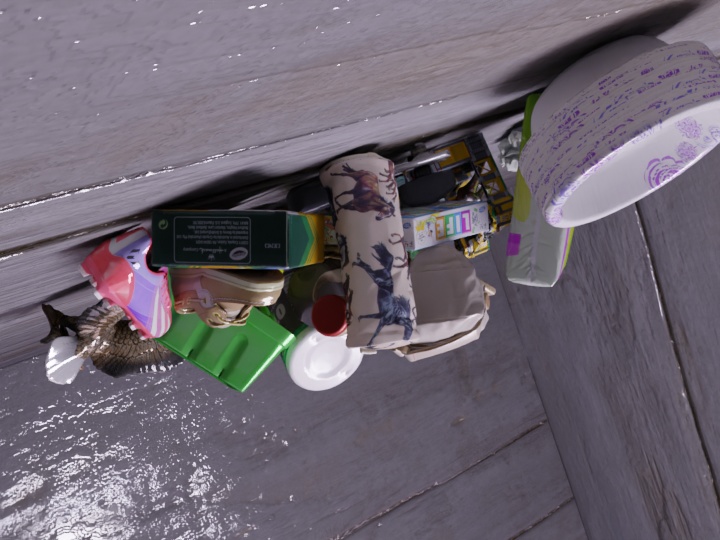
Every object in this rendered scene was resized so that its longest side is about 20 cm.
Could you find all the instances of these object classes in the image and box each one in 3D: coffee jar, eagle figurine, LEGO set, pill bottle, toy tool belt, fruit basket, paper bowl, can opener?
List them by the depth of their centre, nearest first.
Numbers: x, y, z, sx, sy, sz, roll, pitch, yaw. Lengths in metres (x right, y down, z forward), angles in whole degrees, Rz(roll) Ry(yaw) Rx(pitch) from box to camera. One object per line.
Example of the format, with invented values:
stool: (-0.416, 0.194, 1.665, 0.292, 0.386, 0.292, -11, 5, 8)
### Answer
paper bowl: (0.240, -0.136, 0.764, 0.197, 0.106, 0.201, -22, 161, -8)
can opener: (0.015, -0.093, 0.916, 0.195, 0.068, 0.053, -15, -179, -8)
toy tool belt: (0.053, 0.041, 0.943, 0.196, 0.128, 0.123, -12, 172, 16)
fruit basket: (-0.163, 0.020, 1.008, 0.212, 0.220, 0.155, -20, 180, -17)
coffee jar: (0.000, 0.000, 1.066, 0.103, 0.087, 0.199, -18, -170, 44)
LEGO set: (0.115, -0.083, 1.086, 0.114, 0.157, 0.200, -20, 177, -13)
eagle figurine: (-0.335, 0.070, 1.130, 0.195, 0.155, 0.152, -9, 171, 8)
pill bottle: (-0.078, 0.063, 1.156, 0.111, 0.115, 0.201, -19, -142, -11)

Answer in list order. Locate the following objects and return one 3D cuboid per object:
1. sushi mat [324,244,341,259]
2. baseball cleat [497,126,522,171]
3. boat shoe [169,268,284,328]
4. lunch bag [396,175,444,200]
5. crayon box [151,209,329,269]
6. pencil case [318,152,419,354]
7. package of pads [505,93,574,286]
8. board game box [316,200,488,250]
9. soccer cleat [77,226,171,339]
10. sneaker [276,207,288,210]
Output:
sushi mat: (0.041, -0.035, 0.975, 0.197, 0.012, 0.094, -15, -167, -42)
baseball cleat: (0.256, -0.187, 1.177, 0.105, 0.071, 0.200, -27, -170, -1)
boat shoe: (-0.140, 0.026, 0.853, 0.073, 0.068, 0.198, 0, -176, -33)
lunch bag: (0.063, -0.099, 1.281, 0.196, 0.079, 0.160, -19, 179, -20)
crayon box: (-0.106, -0.031, 0.792, 0.122, 0.053, 0.200, 1, -176, 9)
pencil case: (0.009, -0.014, 0.838, 0.076, 0.205, 0.089, -9, -179, -20)
package of pads: (0.216, -0.093, 0.942, 0.067, 0.205, 0.154, 9, -171, 16)
board game box: (0.032, -0.057, 0.961, 0.133, 0.035, 0.197, -15, -165, -42)
soccer cleat: (-0.220, 0.017, 0.843, 0.076, 0.067, 0.201, -35, 162, -7)
sneaker: (-0.065, -0.053, 1.100, 0.196, 0.077, 0.087, -20, 180, -19)
